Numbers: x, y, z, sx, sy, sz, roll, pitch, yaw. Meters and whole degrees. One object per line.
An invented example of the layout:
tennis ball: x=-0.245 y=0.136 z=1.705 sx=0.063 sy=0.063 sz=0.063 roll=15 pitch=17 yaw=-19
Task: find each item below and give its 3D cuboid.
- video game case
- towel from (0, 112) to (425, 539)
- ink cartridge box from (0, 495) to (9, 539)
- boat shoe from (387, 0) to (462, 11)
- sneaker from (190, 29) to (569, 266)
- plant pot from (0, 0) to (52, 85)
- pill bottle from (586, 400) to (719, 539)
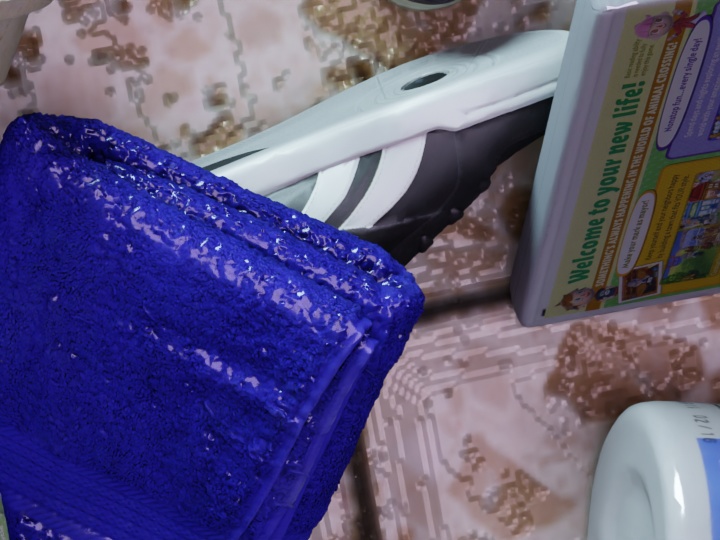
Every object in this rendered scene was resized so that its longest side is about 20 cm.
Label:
video game case: x=0.148 y=-0.050 z=0.863 sx=0.181 sy=0.200 sz=0.022 roll=-10 pitch=62 yaw=-10
towel: x=-0.079 y=0.059 z=0.851 sx=0.147 sy=0.050 sz=0.201 roll=23 pitch=118 yaw=-3
ink cartridge box: x=-0.210 y=0.119 z=0.783 sx=0.145 sy=0.200 sz=0.048 roll=-1 pitch=108 yaw=19
boat shoe: x=0.006 y=-0.185 z=0.874 sx=0.071 sy=0.065 sz=0.201 roll=-15 pitch=99 yaw=-6
sneaker: x=0.000 y=0.000 z=0.899 sx=0.199 sy=0.073 sz=0.112 roll=-22 pitch=104 yaw=2
plant pot: x=-0.207 y=-0.024 z=0.807 sx=0.199 sy=0.201 sz=0.185 roll=10 pitch=107 yaw=-11
pill bottle: x=0.188 y=0.107 z=0.919 sx=0.199 sy=0.114 sz=0.115 roll=3 pitch=97 yaw=-10
